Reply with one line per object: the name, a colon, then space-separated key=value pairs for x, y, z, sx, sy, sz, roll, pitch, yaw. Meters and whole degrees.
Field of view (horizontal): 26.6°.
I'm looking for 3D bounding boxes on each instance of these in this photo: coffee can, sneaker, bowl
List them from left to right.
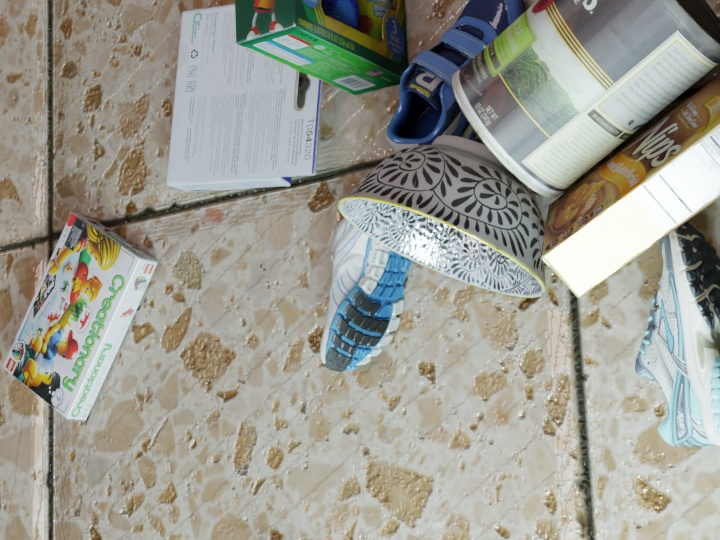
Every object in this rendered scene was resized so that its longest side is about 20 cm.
sneaker: x=0.000 y=0.000 z=1.483 sx=0.087 sy=0.075 sz=0.200 roll=20 pitch=87 yaw=45
sneaker: x=0.090 y=-0.185 z=1.439 sx=0.074 sy=0.082 sz=0.200 roll=30 pitch=97 yaw=36
bowl: x=0.089 y=-0.059 z=1.356 sx=0.201 sy=0.201 sz=0.094 roll=17 pitch=77 yaw=36
coffee can: x=0.200 y=-0.180 z=1.321 sx=0.200 sy=0.146 sz=0.146 roll=-41 pitch=61 yaw=22
sneaker: x=0.265 y=0.053 z=1.279 sx=0.086 sy=0.078 sz=0.200 roll=-19 pitch=71 yaw=34

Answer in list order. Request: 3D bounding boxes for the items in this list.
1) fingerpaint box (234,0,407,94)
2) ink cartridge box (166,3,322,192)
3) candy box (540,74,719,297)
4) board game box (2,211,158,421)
fingerpaint box: x=-0.035 y=-0.278 z=1.469 sx=0.073 sy=0.200 sz=0.167 roll=-11 pitch=75 yaw=32
ink cartridge box: x=-0.111 y=-0.185 z=1.602 sx=0.200 sy=0.043 sz=0.197 roll=0 pitch=80 yaw=32
candy box: x=0.247 y=-0.073 z=1.287 sx=0.200 sy=0.115 sz=0.055 roll=-39 pitch=103 yaw=24
board game box: x=-0.315 y=0.051 z=1.705 sx=0.126 sy=0.035 sz=0.200 roll=30 pitch=99 yaw=34
